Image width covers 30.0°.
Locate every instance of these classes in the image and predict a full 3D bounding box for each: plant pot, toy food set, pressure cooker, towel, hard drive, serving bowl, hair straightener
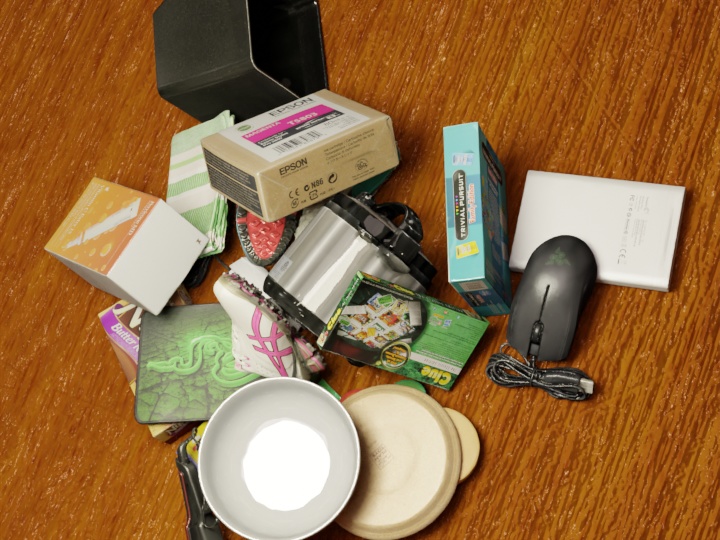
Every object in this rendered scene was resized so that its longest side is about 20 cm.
[{"bbox_3d":[-0.174,-0.303,1.845,0.177,0.199,0.201,-16,68,25],"label":"plant pot"},{"bbox_3d":[0.033,0.233,1.663,0.198,0.049,0.200,32,85,25],"label":"toy food set"},{"bbox_3d":[-0.002,-0.002,1.683,0.176,0.179,0.200,37,87,28],"label":"pressure cooker"},{"bbox_3d":[-0.227,-0.108,1.844,0.152,0.023,0.201,-16,65,47],"label":"towel"},{"bbox_3d":[0.296,-0.051,1.681,0.199,0.027,0.132,8,75,20],"label":"hard drive"},{"bbox_3d":[-0.094,0.234,1.636,0.199,0.066,0.201,-2,73,8],"label":"serving bowl"},{"bbox_3d":[-0.186,0.295,1.682,0.077,0.041,0.201,-12,84,37],"label":"hair straightener"}]

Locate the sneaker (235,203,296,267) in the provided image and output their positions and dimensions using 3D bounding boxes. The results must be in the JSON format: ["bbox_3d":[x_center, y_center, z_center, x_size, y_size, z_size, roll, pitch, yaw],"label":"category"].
[{"bbox_3d":[-0.129,-0.084,1.805,0.079,0.096,0.201,-1,60,-7],"label":"sneaker"}]

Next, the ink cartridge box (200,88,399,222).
[{"bbox_3d":[-0.079,-0.150,1.708,0.200,0.075,0.165,-26,32,-24],"label":"ink cartridge box"}]

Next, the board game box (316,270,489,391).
[{"bbox_3d":[0.053,0.075,1.622,0.105,0.200,0.023,-60,34,13],"label":"board game box"}]

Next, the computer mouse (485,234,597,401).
[{"bbox_3d":[0.232,0.051,1.637,0.138,0.053,0.201,12,86,22],"label":"computer mouse"}]

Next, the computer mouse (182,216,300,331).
[{"bbox_3d":[-0.155,0.017,1.803,0.200,0.044,0.110,39,87,26],"label":"computer mouse"}]

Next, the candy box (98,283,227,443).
[{"bbox_3d":[-0.257,0.115,1.798,0.116,0.056,0.200,-31,66,6],"label":"candy box"}]

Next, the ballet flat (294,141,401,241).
[{"bbox_3d":[-0.025,-0.101,1.793,0.072,0.072,0.200,39,82,26],"label":"ballet flat"}]

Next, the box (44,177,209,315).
[{"bbox_3d":[-0.315,-0.035,1.796,0.200,0.097,0.125,17,70,51],"label":"box"}]

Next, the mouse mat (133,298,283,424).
[{"bbox_3d":[-0.197,0.117,1.745,0.199,0.008,0.162,-4,68,11],"label":"mouse mat"}]

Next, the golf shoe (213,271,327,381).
[{"bbox_3d":[-0.123,0.086,1.639,0.092,0.200,0.073,-41,36,-3],"label":"golf shoe"}]

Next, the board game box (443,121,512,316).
[{"bbox_3d":[0.146,-0.060,1.667,0.047,0.151,0.201,-7,70,17],"label":"board game box"}]

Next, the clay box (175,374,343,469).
[{"bbox_3d":[-0.128,0.202,1.729,0.115,0.048,0.200,42,90,25],"label":"clay box"}]
